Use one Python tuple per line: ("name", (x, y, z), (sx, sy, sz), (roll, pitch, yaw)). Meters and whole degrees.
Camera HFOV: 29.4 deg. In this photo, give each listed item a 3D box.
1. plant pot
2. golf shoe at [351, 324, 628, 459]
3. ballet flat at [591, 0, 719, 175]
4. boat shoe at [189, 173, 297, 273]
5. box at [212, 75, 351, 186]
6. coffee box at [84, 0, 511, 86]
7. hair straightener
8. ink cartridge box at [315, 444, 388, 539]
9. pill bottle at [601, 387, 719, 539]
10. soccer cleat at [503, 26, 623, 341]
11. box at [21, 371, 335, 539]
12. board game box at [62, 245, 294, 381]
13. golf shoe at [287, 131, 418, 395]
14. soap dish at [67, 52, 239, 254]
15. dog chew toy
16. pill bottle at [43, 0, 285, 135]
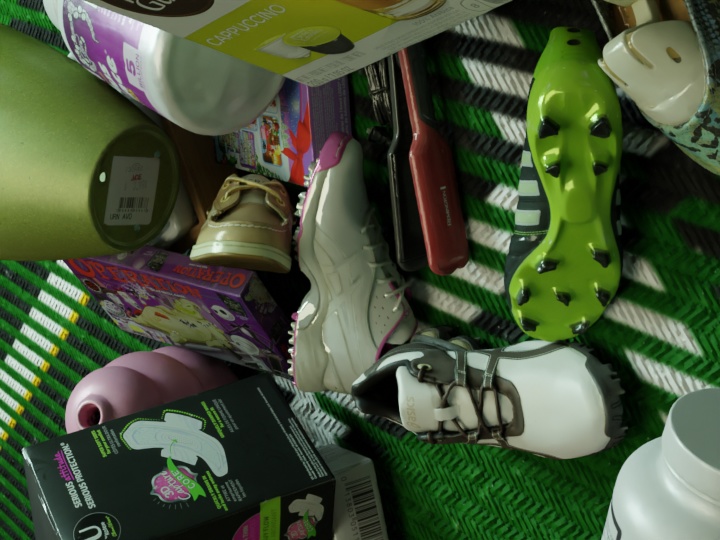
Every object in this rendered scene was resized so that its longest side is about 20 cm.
("plant pot", (-0.237, -0.082, 1.031), (0.198, 0.186, 0.190), (17, 118, 32))
("golf shoe", (0.075, 0.085, 0.857), (0.199, 0.094, 0.079), (1, 104, 52))
("ballet flat", (0.139, -0.134, 0.699), (0.074, 0.074, 0.202), (-37, 74, 53))
("boat shoe", (-0.082, -0.036, 0.985), (0.200, 0.073, 0.067), (-150, 67, -84))
("box", (-0.064, -0.168, 0.991), (0.136, 0.039, 0.203), (19, 118, 51))
("coffee box", (-0.041, -0.242, 0.733), (0.199, 0.196, 0.203), (-13, 65, 55))
("hair straightener", (0.019, -0.096, 0.900), (0.077, 0.041, 0.203), (3, 112, 54))
("ink cartridge box", (-0.029, 0.222, 1.115), (0.200, 0.056, 0.165), (-172, 69, -72))
("pill bottle", (0.180, 0.167, 0.729), (0.112, 0.111, 0.202), (37, 132, 40))
("soccer cleat", (0.118, -0.043, 0.777), (0.202, 0.066, 0.082), (88, -172, -45))
("box", (-0.134, 0.193, 1.021), (0.125, 0.198, 0.150), (53, 149, 43))
("board game box", (-0.142, 0.026, 1.091), (0.198, 0.032, 0.121), (13, 146, 34))
("golf shoe", (0.000, 0.000, 0.947), (0.090, 0.076, 0.202), (11, 124, 12))
("soap dish", (-0.177, -0.104, 1.138), (0.157, 0.081, 0.202), (-31, 78, 54))
("dog chew toy", (-0.171, 0.121, 1.122), (0.123, 0.200, 0.126), (-2, 83, 19))
("pill bottle", (-0.145, -0.176, 0.968), (0.199, 0.111, 0.114), (32, 129, 45))
